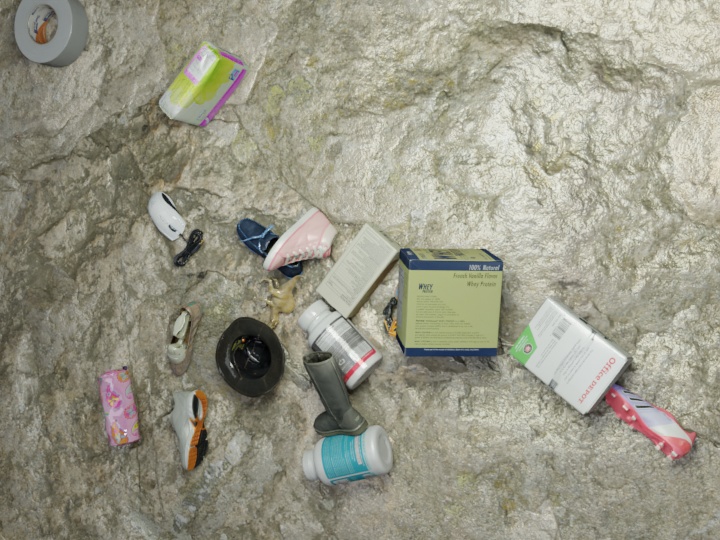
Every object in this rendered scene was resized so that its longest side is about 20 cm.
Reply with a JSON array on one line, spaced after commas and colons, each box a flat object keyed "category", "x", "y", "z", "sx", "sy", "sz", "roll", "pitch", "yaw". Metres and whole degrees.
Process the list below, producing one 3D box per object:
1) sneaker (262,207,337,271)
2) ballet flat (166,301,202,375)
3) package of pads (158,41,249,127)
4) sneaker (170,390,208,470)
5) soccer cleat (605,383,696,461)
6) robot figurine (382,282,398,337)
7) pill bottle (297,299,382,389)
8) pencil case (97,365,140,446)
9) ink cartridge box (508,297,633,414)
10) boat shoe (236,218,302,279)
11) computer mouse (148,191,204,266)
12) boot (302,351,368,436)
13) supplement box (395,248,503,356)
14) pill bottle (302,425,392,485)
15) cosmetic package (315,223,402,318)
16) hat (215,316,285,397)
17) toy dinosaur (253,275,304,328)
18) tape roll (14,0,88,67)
[{"category": "sneaker", "x": -0.130, "y": -0.051, "z": 1.675, "sx": 0.104, "sy": 0.075, "sz": 0.200, "roll": 41, "pitch": 61, "yaw": 5}, {"category": "ballet flat", "x": -0.460, "y": 0.174, "z": 1.850, "sx": 0.067, "sy": 0.067, "sz": 0.203, "roll": 18, "pitch": 98, "yaw": 19}, {"category": "package of pads", "x": -0.376, "y": -0.443, "z": 1.748, "sx": 0.068, "sy": 0.154, "sz": 0.200, "roll": 46, "pitch": 106, "yaw": 13}, {"category": "sneaker", "x": -0.445, "y": 0.406, "z": 1.859, "sx": 0.091, "sy": 0.075, "sz": 0.203, "roll": 0, "pitch": 85, "yaw": 28}, {"category": "soccer cleat", "x": 0.585, "y": 0.296, "z": 1.477, "sx": 0.076, "sy": 0.067, "sz": 0.200, "roll": -37, "pitch": 66, "yaw": -21}, {"category": "robot figurine", "x": 0.126, "y": 0.080, "z": 1.632, "sx": 0.144, "sy": 0.058, "sz": 0.202, "roll": 23, "pitch": 99, "yaw": 16}, {"category": "pill bottle", "x": -0.051, "y": 0.166, "z": 1.674, "sx": 0.200, "sy": 0.111, "sz": 0.111, "roll": 46, "pitch": 106, "yaw": 13}, {"category": "pencil case", "x": -0.639, "y": 0.360, "z": 1.919, "sx": 0.086, "sy": 0.087, "sz": 0.203, "roll": -14, "pitch": 86, "yaw": 20}, {"category": "ink cartridge box", "x": 0.431, "y": 0.174, "z": 1.489, "sx": 0.200, "sy": 0.084, "sz": 0.147, "roll": 41, "pitch": 105, "yaw": 27}, {"category": "boat shoe", "x": -0.211, "y": -0.066, "z": 1.740, "sx": 0.199, "sy": 0.069, "sz": 0.085, "roll": 34, "pitch": 66, "yaw": 7}, {"category": "computer mouse", "x": -0.489, "y": -0.117, "z": 1.862, "sx": 0.110, "sy": 0.044, "sz": 0.200, "roll": -44, "pitch": 78, "yaw": 17}, {"category": "boot", "x": -0.083, "y": 0.281, "z": 1.655, "sx": 0.180, "sy": 0.073, "sz": 0.201, "roll": -14, "pitch": 116, "yaw": 42}, {"category": "supplement box", "x": 0.181, "y": 0.064, "z": 1.522, "sx": 0.197, "sy": 0.134, "sz": 0.203, "roll": 0, "pitch": 102, "yaw": -6}, {"category": "pill bottle", "x": -0.033, "y": 0.432, "z": 1.678, "sx": 0.198, "sy": 0.111, "sz": 0.112, "roll": -17, "pitch": 86, "yaw": 20}, {"category": "cosmetic package", "x": 0.000, "y": 0.000, "z": 1.670, "sx": 0.105, "sy": 0.071, "sz": 0.201, "roll": 43, "pitch": 105, "yaw": 13}, {"category": "hat", "x": -0.252, "y": 0.211, "z": 1.770, "sx": 0.198, "sy": 0.081, "sz": 0.204, "roll": -3, "pitch": 84, "yaw": 25}, {"category": "toy dinosaur", "x": -0.195, "y": 0.054, "z": 1.753, "sx": 0.101, "sy": 0.058, "sz": 0.201, "roll": 38, "pitch": 122, "yaw": 9}, {"category": "tape roll", "x": -0.833, "y": -0.655, "z": 1.958, "sx": 0.197, "sy": 0.066, "sz": 0.204, "roll": 1, "pitch": 92, "yaw": 21}]
